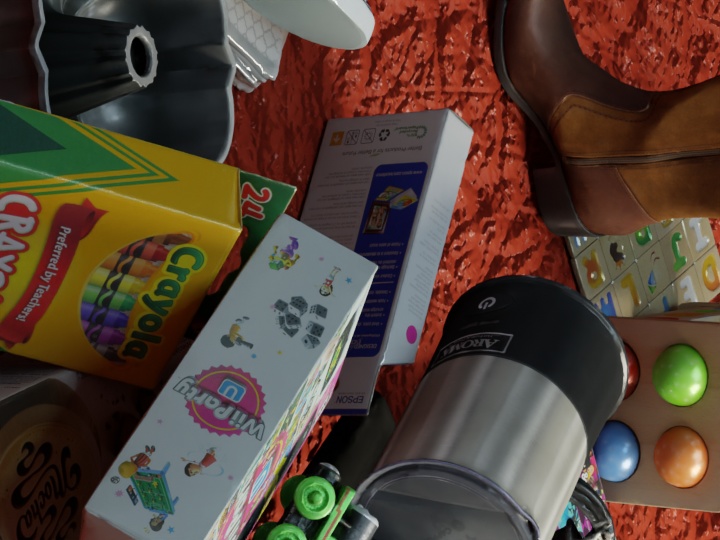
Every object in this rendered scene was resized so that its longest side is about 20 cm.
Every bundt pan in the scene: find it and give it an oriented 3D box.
[{"bbox_3d":[-0.147,-0.111,1.577,0.202,0.075,0.203,15,72,-60],"label":"bundt pan"}]

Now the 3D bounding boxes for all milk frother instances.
[{"bbox_3d":[0.081,0.144,1.723,0.200,0.180,0.188,49,38,-14],"label":"milk frother"}]

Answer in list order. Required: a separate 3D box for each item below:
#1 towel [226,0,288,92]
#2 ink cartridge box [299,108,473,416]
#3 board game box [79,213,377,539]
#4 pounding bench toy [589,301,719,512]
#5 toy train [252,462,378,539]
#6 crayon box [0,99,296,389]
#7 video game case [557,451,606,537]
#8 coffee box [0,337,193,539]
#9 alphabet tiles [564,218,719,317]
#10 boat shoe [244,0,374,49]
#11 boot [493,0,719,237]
[{"bbox_3d":[-0.085,-0.234,1.716,0.200,0.032,0.192,42,57,-42],"label":"towel"},{"bbox_3d":[0.000,0.000,1.753,0.037,0.094,0.201,39,59,-43],"label":"ink cartridge box"},{"bbox_3d":[-0.073,0.091,1.494,0.200,0.064,0.148,-57,172,-32],"label":"board game box"},{"bbox_3d":[0.257,0.092,1.970,0.156,0.199,0.125,-5,96,-49],"label":"pounding bench toy"},{"bbox_3d":[-0.055,0.193,1.519,0.056,0.042,0.200,34,78,-12],"label":"toy train"},{"bbox_3d":[-0.144,-0.012,1.487,0.199,0.127,0.051,15,41,-18],"label":"crayon box"},{"bbox_3d":[0.096,0.170,1.905,0.181,0.036,0.201,-32,112,-46],"label":"video game case"},{"bbox_3d":[-0.163,0.102,1.558,0.200,0.080,0.114,-26,108,-48],"label":"coffee box"},{"bbox_3d":[0.200,-0.013,2.068,0.166,0.006,0.201,-37,116,-46],"label":"alphabet tiles"},{"bbox_3d":[-0.048,-0.211,1.678,0.200,0.071,0.091,40,63,-41],"label":"boat shoe"},{"bbox_3d":[0.186,-0.114,1.904,0.068,0.200,0.189,-14,96,-46],"label":"boot"}]
